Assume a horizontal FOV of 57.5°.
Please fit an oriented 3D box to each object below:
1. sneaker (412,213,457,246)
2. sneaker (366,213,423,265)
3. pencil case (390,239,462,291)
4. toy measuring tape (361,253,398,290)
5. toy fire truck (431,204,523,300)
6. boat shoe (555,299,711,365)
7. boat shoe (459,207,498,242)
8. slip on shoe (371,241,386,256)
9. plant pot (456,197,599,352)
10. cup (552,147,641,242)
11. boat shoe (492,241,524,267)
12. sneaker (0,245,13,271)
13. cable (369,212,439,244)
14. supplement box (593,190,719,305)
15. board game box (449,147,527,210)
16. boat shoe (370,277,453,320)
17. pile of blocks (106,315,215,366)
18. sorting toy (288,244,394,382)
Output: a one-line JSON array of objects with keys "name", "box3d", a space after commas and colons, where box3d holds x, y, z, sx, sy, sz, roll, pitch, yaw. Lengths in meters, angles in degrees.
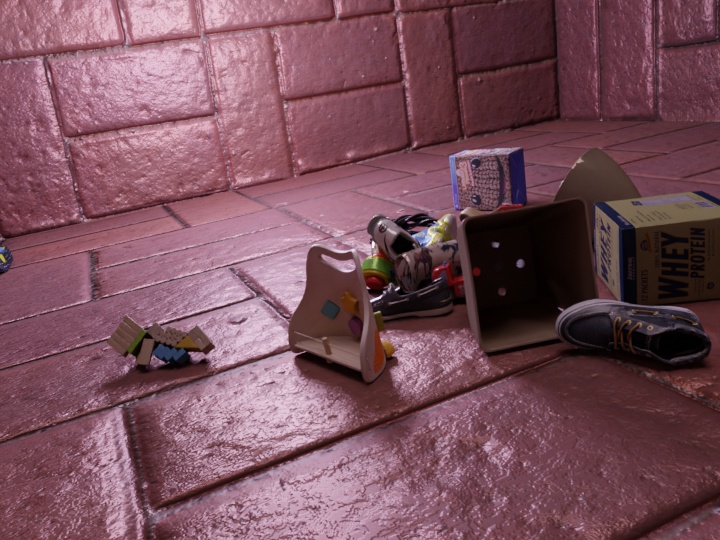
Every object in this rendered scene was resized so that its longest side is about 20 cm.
[{"name": "sneaker", "box3d": [0.169, -0.084, 1.567, 0.102, 0.078, 0.200, -3, 18, 22]}, {"name": "sneaker", "box3d": [0.095, -0.037, 1.362, 0.088, 0.075, 0.199, 38, 4, 43]}, {"name": "pencil case", "box3d": [0.158, -0.010, 1.310, 0.196, 0.091, 0.078, -14, 44, -29]}, {"name": "toy measuring tape", "box3d": [0.000, 0.000, 1.369, 0.195, 0.076, 0.073, 4, 20, 22]}, {"name": "toy fire truck", "box3d": [0.217, -0.033, 1.206, 0.195, 0.145, 0.049, -14, 5, 16]}, {"name": "boat shoe", "box3d": [0.373, 0.085, 0.906, 0.195, 0.073, 0.091, -2, 13, 14]}, {"name": "boat shoe", "box3d": [0.295, -0.084, 1.345, 0.196, 0.066, 0.072, 27, -12, -3]}, {"name": "slip on shoe", "box3d": [0.064, -0.047, 1.517, 0.060, 0.076, 0.200, 0, 13, 16]}, {"name": "plant pot", "box3d": [0.252, 0.002, 1.070, 0.194, 0.206, 0.177, -10, 4, -5]}, {"name": "cup", "box3d": [0.524, -0.143, 1.426, 0.142, 0.204, 0.198, 36, 40, 30]}, {"name": "boat shoe", "box3d": [0.297, -0.010, 1.293, 0.069, 0.074, 0.200, 13, 6, -18]}, {"name": "sneaker", "box3d": [-1.178, -0.026, 2.113, 0.077, 0.067, 0.200, -25, 20, -14]}, {"name": "cable", "box3d": [0.119, -0.105, 1.710, 0.194, 0.052, 0.164, -6, 17, 8]}, {"name": "supplement box", "box3d": [0.527, -0.042, 1.138, 0.194, 0.138, 0.200, -6, 17, 8]}, {"name": "board game box", "box3d": [0.372, -0.266, 1.913, 0.197, 0.164, 0.096, 5, 21, 41]}, {"name": "boat shoe", "box3d": [0.070, 0.049, 1.202, 0.194, 0.064, 0.073, -5, 17, 13]}, {"name": "pile of blocks", "box3d": [-0.346, 0.138, 1.161, 0.195, 0.084, 0.062, 5, -24, 14]}, {"name": "sorting toy", "box3d": [-0.029, 0.052, 1.033, 0.105, 0.185, 0.198, -21, 21, -37]}]
